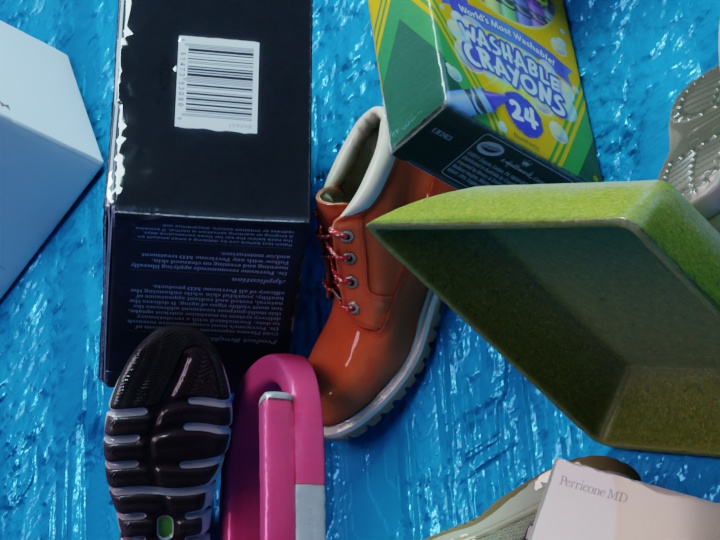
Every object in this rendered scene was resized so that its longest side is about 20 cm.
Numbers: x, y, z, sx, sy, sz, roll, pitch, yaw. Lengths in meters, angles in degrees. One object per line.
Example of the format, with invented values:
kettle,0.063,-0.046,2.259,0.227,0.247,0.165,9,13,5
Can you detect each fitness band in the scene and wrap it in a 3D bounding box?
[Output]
fitness band,-0.055,0.146,1.549,0.144,0.037,0.201,123,150,-61

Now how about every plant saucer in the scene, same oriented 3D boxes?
plant saucer,0.133,0.018,1.303,0.200,0.200,0.048,1,55,54

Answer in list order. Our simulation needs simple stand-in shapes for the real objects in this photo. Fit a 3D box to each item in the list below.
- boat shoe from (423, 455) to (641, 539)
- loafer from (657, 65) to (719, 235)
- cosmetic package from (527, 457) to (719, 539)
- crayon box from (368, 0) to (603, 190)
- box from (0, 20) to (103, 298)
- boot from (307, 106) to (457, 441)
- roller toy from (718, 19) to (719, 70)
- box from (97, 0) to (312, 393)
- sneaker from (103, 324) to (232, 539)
boat shoe,0.068,0.171,1.392,0.201,0.072,0.066,-38,36,27
loafer,0.196,-0.057,1.337,0.075,0.068,0.200,-27,16,32
cosmetic package,0.116,0.201,1.275,0.105,0.071,0.201,13,78,26
crayon box,0.066,-0.129,1.539,0.052,0.125,0.201,-39,41,31
box,-0.303,-0.070,2.016,0.200,0.106,0.153,-49,36,21
boot,0.000,0.000,1.565,0.075,0.107,0.201,33,98,53
roller toy,0.272,-0.104,1.234,0.182,0.139,0.201,-23,60,38
box,-0.096,-0.059,1.641,0.197,0.123,0.201,104,169,-56
sneaker,-0.124,0.125,1.634,0.116,0.075,0.201,-134,48,-78
